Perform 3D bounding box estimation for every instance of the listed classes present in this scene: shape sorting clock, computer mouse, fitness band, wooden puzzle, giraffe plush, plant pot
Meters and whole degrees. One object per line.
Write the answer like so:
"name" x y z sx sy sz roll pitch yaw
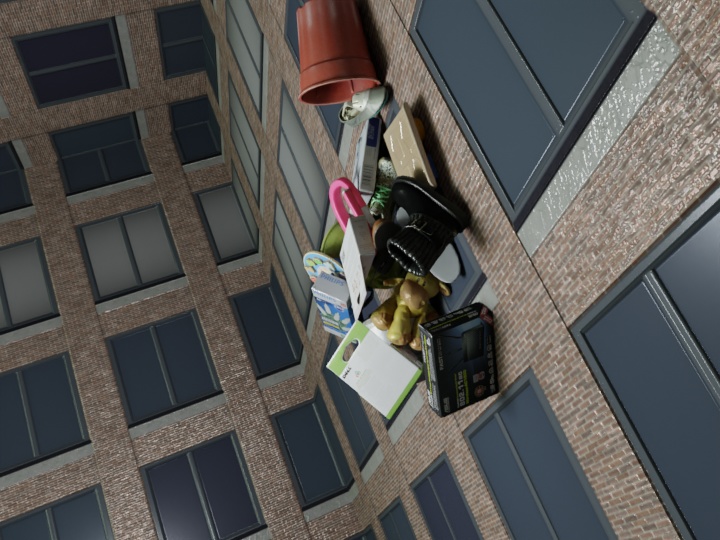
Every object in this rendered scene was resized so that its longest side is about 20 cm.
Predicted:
"shape sorting clock" -0.070 0.029 1.798 0.197 0.039 0.202 29 150 18
"computer mouse" 0.038 0.010 1.700 0.058 0.204 0.034 32 170 -26
"fitness band" -0.016 -0.123 1.666 0.204 0.037 0.144 62 160 8
"wooden puzzle" 0.116 -0.246 1.528 0.200 0.045 0.190 132 120 -76
"giraffe plush" 0.131 0.060 1.637 0.163 0.168 0.204 120 165 -54
"plant pot" -0.062 -0.510 1.618 0.200 0.195 0.202 171 91 -72
"plant pot" 0.023 -0.032 1.817 0.183 0.197 0.206 13 119 57

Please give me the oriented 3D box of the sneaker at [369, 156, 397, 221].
"sneaker" 0.053 -0.165 1.659 0.089 0.075 0.205 -53 -27 -58

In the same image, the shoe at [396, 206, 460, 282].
"shoe" 0.155 -0.056 1.550 0.202 0.071 0.091 53 -175 14

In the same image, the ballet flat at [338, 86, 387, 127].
"ballet flat" -0.001 -0.387 1.653 0.199 0.062 0.070 165 118 -67

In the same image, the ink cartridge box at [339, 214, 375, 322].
"ink cartridge box" 0.000 0.000 1.592 0.201 0.043 0.181 109 149 -67

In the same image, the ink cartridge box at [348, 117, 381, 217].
"ink cartridge box" 0.005 -0.241 1.734 0.201 0.039 0.205 118 160 -66

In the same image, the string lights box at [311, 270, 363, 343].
"string lights box" -0.053 0.095 1.776 0.100 0.060 0.202 20 150 22

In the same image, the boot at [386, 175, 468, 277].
"boot" 0.101 -0.095 1.429 0.210 0.158 0.080 35 162 36

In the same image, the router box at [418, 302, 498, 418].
"router box" 0.206 0.186 1.463 0.062 0.146 0.206 37 141 59

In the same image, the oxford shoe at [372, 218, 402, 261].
"oxford shoe" 0.057 -0.079 1.547 0.072 0.070 0.200 58 -176 20

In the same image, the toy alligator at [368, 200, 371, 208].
"toy alligator" 0.034 -0.194 1.797 0.200 0.058 0.056 -141 37 -61

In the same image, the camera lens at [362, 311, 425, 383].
"camera lens" 0.099 0.192 1.791 0.160 0.156 0.205 138 113 -71

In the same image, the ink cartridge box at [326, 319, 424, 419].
"ink cartridge box" 0.041 0.228 1.683 0.198 0.150 0.076 37 -166 10
